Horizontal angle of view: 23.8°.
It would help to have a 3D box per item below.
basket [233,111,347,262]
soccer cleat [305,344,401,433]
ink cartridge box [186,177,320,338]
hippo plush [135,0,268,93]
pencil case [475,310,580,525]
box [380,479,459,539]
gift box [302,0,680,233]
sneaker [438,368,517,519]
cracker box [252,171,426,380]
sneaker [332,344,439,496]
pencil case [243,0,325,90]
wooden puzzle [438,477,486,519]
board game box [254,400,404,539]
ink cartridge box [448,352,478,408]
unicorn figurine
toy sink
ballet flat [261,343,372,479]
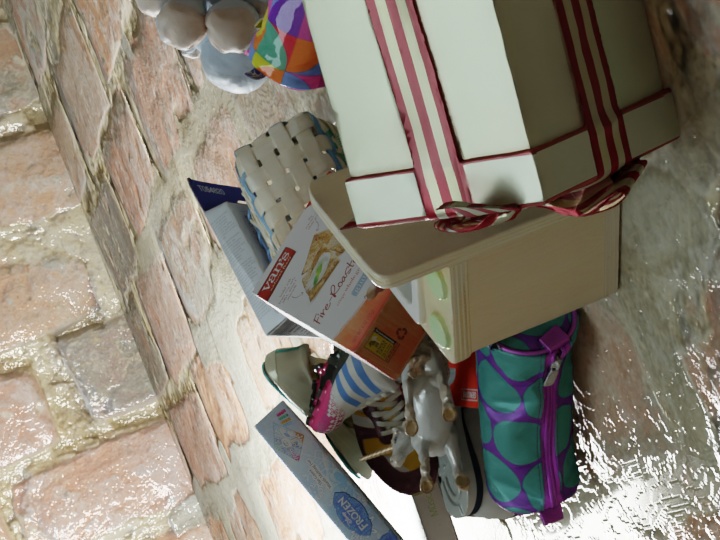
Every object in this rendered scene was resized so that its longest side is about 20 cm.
[{"bbox_3d":[-0.038,-0.056,1.719,0.177,0.138,0.200,62,180,21],"label":"basket"},{"bbox_3d":[0.003,0.103,1.592,0.200,0.086,0.070,113,168,-57],"label":"soccer cleat"},{"bbox_3d":[-0.071,-0.019,1.803,0.041,0.199,0.201,-40,67,26],"label":"ink cartridge box"},{"bbox_3d":[-0.163,-0.270,1.810,0.201,0.158,0.161,60,160,27],"label":"hippo plush"},{"bbox_3d":[0.142,0.112,1.431,0.093,0.085,0.201,-128,24,-47],"label":"pencil case"},{"bbox_3d":[0.054,0.233,1.812,0.200,0.036,0.145,-141,31,-75],"label":"box"},{"bbox_3d":[0.073,-0.117,1.107,0.184,0.199,0.188,-5,106,49],"label":"gift box"},{"bbox_3d":[0.111,0.134,1.582,0.076,0.080,0.202,124,144,-61],"label":"sneaker"},{"bbox_3d":[0.000,0.000,1.482,0.058,0.135,0.200,35,175,-31],"label":"cracker box"},{"bbox_3d":[0.018,0.124,1.675,0.090,0.074,0.201,75,171,-65],"label":"sneaker"},{"bbox_3d":[-0.039,-0.250,1.465,0.089,0.088,0.201,54,133,40],"label":"pencil case"},{"bbox_3d":[0.085,0.158,1.739,0.200,0.046,0.187,155,94,-78],"label":"wooden puzzle"},{"bbox_3d":[-0.014,0.233,1.711,0.199,0.043,0.200,49,176,17],"label":"board game box"},{"bbox_3d":[0.062,0.034,1.559,0.200,0.043,0.175,172,102,-73],"label":"ink cartridge box"},{"bbox_3d":[0.057,0.133,1.509,0.138,0.073,0.201,-102,19,-58],"label":"unicorn figurine"},{"bbox_3d":[0.077,-0.020,1.283,0.130,0.199,0.113,50,155,45],"label":"toy sink"},{"bbox_3d":[-0.024,0.143,1.767,0.200,0.069,0.069,50,177,-37],"label":"ballet flat"}]
